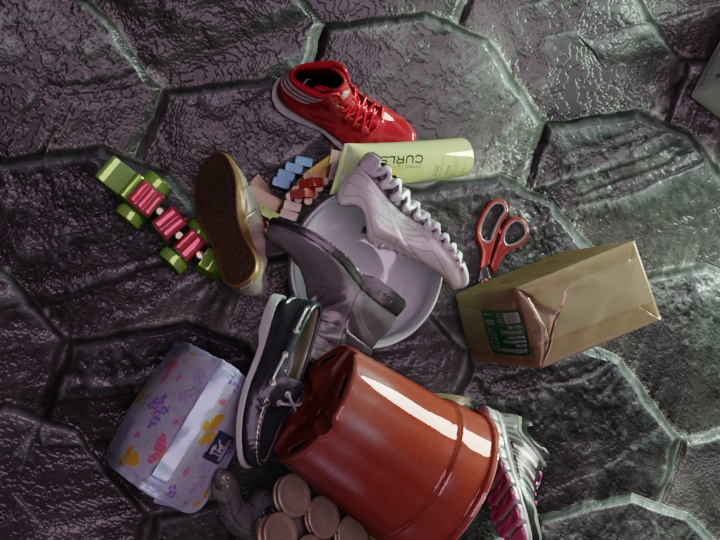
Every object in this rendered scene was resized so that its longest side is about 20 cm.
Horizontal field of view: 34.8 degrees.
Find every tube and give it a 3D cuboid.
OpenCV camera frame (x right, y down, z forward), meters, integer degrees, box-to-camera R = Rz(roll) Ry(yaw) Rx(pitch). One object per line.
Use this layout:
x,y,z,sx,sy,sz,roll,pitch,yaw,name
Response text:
0.053,-0.135,1.463,0.198,0.052,0.059,-8,93,-32,tube

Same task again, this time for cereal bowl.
0.000,0.000,1.447,0.198,0.083,0.202,1,85,-14,cereal bowl

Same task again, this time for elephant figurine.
-0.101,0.315,1.353,0.140,0.155,0.202,-3,93,-7,elephant figurine

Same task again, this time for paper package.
0.241,0.045,1.442,0.189,0.200,0.104,-21,94,-18,paper package

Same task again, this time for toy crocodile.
-0.238,-0.060,1.398,0.200,0.062,0.068,46,76,-7,toy crocodile

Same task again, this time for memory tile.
-0.030,0.301,1.347,0.200,0.017,0.154,41,49,-28,memory tile

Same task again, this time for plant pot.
0.019,0.197,1.299,0.195,0.200,0.202,36,77,-20,plant pot

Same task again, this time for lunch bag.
-0.201,0.181,1.316,0.127,0.200,0.171,32,77,-10,lunch bag

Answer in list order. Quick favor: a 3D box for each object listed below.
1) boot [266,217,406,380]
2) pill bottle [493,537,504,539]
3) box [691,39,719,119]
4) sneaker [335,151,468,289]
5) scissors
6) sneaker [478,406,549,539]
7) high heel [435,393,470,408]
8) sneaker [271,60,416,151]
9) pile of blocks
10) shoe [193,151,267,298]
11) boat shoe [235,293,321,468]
-0.054,0.038,1.355,0.199,0.070,0.132,36,83,-5,boot
0.126,0.408,1.411,0.199,0.112,0.113,-21,91,-36,pill bottle
0.615,-0.283,1.594,0.199,0.171,0.200,33,78,-9,box
0.052,-0.047,1.394,0.081,0.075,0.200,-43,95,-2,sneaker
0.160,0.002,1.529,0.073,0.014,0.201,30,79,-13,scissors
0.206,0.264,1.460,0.087,0.074,0.201,2,52,-22,sneaker
0.059,0.238,1.469,0.199,0.071,0.144,-14,116,-31,high heel
-0.011,-0.199,1.444,0.198,0.115,0.079,18,81,-13,sneaker
-0.094,-0.098,1.441,0.200,0.062,0.082,-42,96,-15,pile of blocks
-0.152,-0.054,1.380,0.070,0.053,0.201,-28,58,18,shoe
-0.090,0.122,1.276,0.060,0.076,0.202,6,74,16,boat shoe
